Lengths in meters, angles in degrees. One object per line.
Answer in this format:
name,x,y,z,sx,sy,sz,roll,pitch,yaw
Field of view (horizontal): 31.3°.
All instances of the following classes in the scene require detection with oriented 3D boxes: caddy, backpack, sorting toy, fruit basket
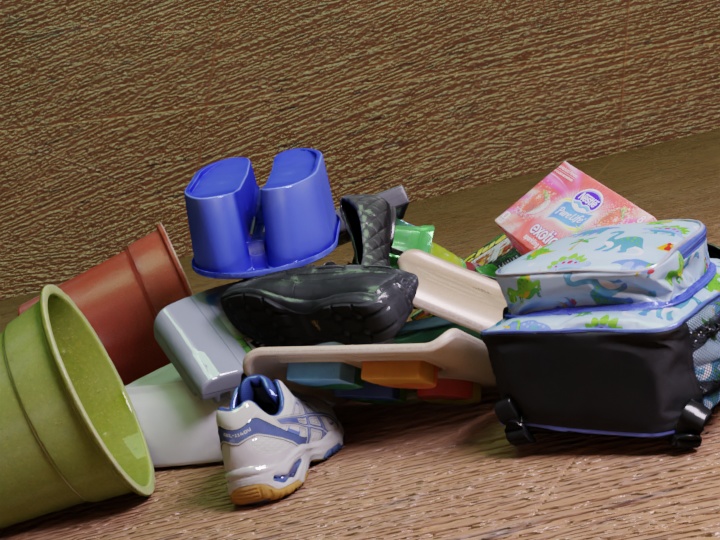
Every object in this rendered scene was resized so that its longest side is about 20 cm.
caddy,-0.093,-0.047,1.246,0.141,0.105,0.200,-7,18,5
backpack,0.210,0.038,0.982,0.183,0.147,0.200,-5,9,39
sorting toy,0.121,0.040,1.215,0.185,0.037,0.200,22,9,-3
fruit basket,0.092,0.005,1.417,0.200,0.094,0.185,10,-10,-10
sorting toy,0.027,0.093,1.110,0.200,0.037,0.185,-8,-18,28

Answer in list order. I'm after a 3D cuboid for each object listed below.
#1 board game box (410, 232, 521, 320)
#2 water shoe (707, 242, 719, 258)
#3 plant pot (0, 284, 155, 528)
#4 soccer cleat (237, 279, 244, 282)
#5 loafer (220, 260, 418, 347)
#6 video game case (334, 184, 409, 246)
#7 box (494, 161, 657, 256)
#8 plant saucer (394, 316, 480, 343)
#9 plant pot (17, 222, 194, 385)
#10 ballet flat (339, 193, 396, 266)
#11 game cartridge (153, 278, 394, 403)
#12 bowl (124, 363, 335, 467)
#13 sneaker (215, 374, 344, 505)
board game box,0.151,-0.007,1.547,0.200,0.023,0.105,-35,8,26
water shoe,0.323,0.002,1.295,0.071,0.079,0.200,-20,10,-43
plant pot,-0.306,0.142,1.101,0.190,0.200,0.200,-26,8,0
soccer cleat,-0.072,0.067,1.333,0.200,0.068,0.073,18,72,41
loafer,-0.037,0.027,1.127,0.200,0.068,0.070,-1,34,38
video game case,-0.044,-0.037,1.418,0.200,0.026,0.181,-22,-3,-1
box,0.229,-0.020,1.265,0.103,0.095,0.200,-40,26,1
plant saucer,0.049,0.084,1.357,0.200,0.036,0.200,-14,8,2
plant pot,-0.287,0.073,1.527,0.195,0.201,0.201,-23,9,-8
ballet flat,0.000,0.000,1.213,0.057,0.067,0.200,10,39,-3
game cartridge,-0.085,0.056,1.211,0.200,0.041,0.133,-13,34,-28
bowl,-0.142,0.126,1.257,0.200,0.075,0.200,-10,9,32
sneaker,-0.065,0.123,1.077,0.075,0.088,0.200,-14,6,11
